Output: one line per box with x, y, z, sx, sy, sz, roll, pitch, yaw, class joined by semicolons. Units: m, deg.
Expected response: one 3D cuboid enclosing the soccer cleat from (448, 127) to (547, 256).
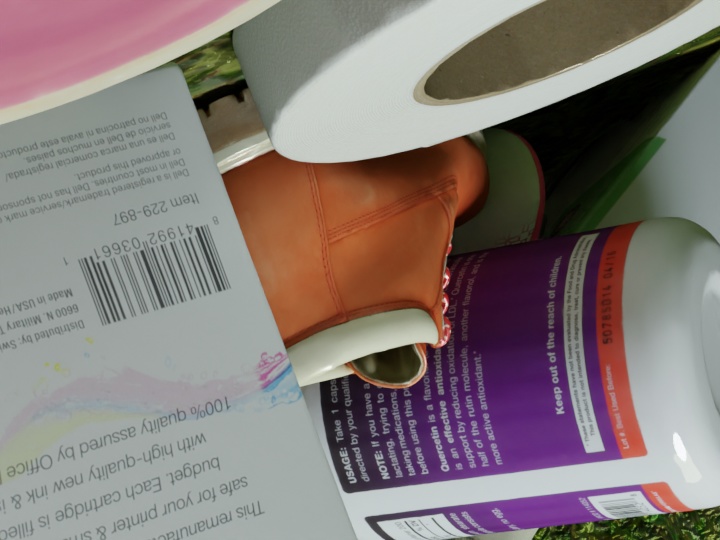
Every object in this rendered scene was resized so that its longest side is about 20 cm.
0.000;0.000;0.944;0.086;0.070;0.200;-8;163;-37;soccer cleat

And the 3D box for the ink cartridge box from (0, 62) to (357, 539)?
-0.094;0.058;0.635;0.145;0.200;0.088;-17;170;-31;ink cartridge box

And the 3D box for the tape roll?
0.059;-0.089;0.662;0.203;0.037;0.203;-22;171;-4;tape roll

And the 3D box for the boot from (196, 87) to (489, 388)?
0.003;-0.007;0.795;0.075;0.107;0.200;-29;171;26;boot

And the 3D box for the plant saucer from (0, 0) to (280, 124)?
-0.067;-0.073;0.411;0.200;0.051;0.201;-21;171;-3;plant saucer

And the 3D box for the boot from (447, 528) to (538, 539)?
0.010;0.098;1.119;0.155;0.200;0.072;-52;150;-37;boot

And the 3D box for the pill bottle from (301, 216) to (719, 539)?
0.050;0.048;0.862;0.200;0.113;0.112;-10;177;25;pill bottle

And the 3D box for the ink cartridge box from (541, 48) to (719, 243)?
0.112;0.002;1.012;0.146;0.084;0.200;-49;-174;-30;ink cartridge box
